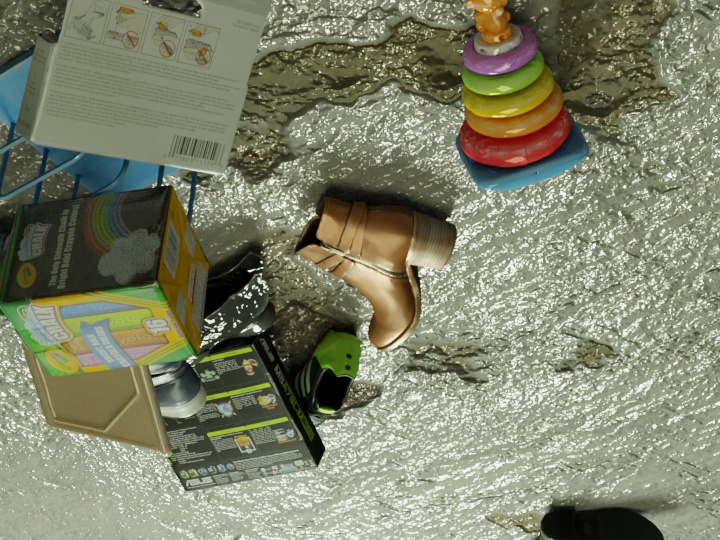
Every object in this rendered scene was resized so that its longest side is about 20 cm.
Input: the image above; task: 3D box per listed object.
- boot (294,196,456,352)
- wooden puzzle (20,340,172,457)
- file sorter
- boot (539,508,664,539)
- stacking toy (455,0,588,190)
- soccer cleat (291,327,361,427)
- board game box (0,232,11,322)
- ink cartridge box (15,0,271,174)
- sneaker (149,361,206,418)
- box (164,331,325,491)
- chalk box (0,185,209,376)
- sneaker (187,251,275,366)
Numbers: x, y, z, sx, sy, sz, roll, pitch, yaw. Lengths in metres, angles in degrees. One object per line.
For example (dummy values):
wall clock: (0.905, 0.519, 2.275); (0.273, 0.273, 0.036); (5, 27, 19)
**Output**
boot: (0.000, 0.000, 1.507); (0.155, 0.074, 0.200); (12, 128, -16)
wooden puzzle: (-0.289, 0.102, 1.471); (0.200, 0.037, 0.185); (11, 124, 34)
file sorter: (-0.270, -0.108, 1.336); (0.139, 0.123, 0.200); (-23, 136, 28)
boot: (0.338, 0.419, 2.032); (0.200, 0.069, 0.174); (8, 144, 3)
stacking toy: (0.132, -0.185, 1.263); (0.116, 0.110, 0.200); (-19, 128, 0)
soccer cleat: (-0.049, 0.151, 1.685); (0.067, 0.081, 0.200); (12, 140, -13)
board game box: (-0.307, 0.009, 1.530); (0.200, 0.062, 0.200); (-11, 140, 13)
ink cartridge box: (-0.192, -0.185, 1.226); (0.200, 0.044, 0.174); (8, 105, -38)
sneaker: (-0.285, 0.096, 1.534); (0.202, 0.077, 0.146); (-2, 134, 15)
box: (-0.169, 0.175, 1.683); (0.200, 0.048, 0.193); (-14, 114, 25)
chalk box: (-0.259, 0.014, 1.292); (0.200, 0.124, 0.124); (-7, 141, 12)
sneaker: (-0.178, 0.050, 1.571); (0.200, 0.060, 0.104); (-23, 148, 17)
